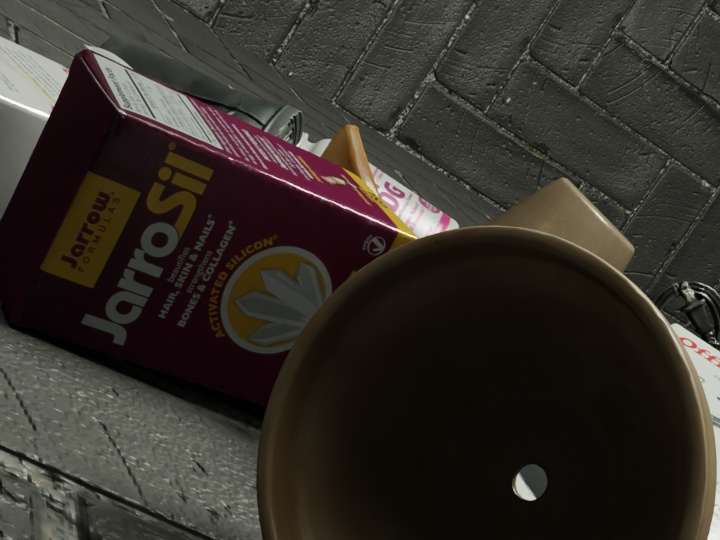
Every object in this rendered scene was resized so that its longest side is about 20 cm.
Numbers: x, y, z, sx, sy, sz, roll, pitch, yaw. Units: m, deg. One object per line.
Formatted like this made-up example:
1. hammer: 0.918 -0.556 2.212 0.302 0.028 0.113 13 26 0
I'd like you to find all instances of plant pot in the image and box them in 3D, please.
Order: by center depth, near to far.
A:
1. plant pot: 0.062 0.089 0.577 0.201 0.201 0.093 40 7 31
2. plant pot: 0.197 0.000 1.420 0.200 0.175 0.200 44 10 -10

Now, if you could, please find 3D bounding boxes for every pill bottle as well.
1. pill bottle: -0.019 -0.050 1.224 0.199 0.114 0.113 33 10 -3

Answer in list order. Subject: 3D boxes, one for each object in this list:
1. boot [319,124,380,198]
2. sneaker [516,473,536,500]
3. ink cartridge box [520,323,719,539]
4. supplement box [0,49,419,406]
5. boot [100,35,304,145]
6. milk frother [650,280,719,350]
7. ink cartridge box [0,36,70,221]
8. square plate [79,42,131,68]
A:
1. boot: 0.024 -0.013 0.820 0.068 0.189 0.201 6 47 -27
2. sneaker: 0.076 0.154 0.648 0.199 0.081 0.115 36 8 0
3. ink cartridge box: 0.186 0.121 0.797 0.146 0.084 0.199 36 32 29
4. supplement box: -0.088 -0.016 0.744 0.199 0.132 0.103 21 16 -31
5. boot: -0.173 -0.118 1.137 0.199 0.066 0.165 24 45 14
6. milk frother: 0.267 0.080 1.226 0.181 0.200 0.188 48 3 -18
7. ink cartridge box: -0.232 -0.090 0.805 0.145 0.084 0.199 42 12 36
8. square plate: -0.108 -0.051 0.920 0.198 0.028 0.201 44 -16 43
